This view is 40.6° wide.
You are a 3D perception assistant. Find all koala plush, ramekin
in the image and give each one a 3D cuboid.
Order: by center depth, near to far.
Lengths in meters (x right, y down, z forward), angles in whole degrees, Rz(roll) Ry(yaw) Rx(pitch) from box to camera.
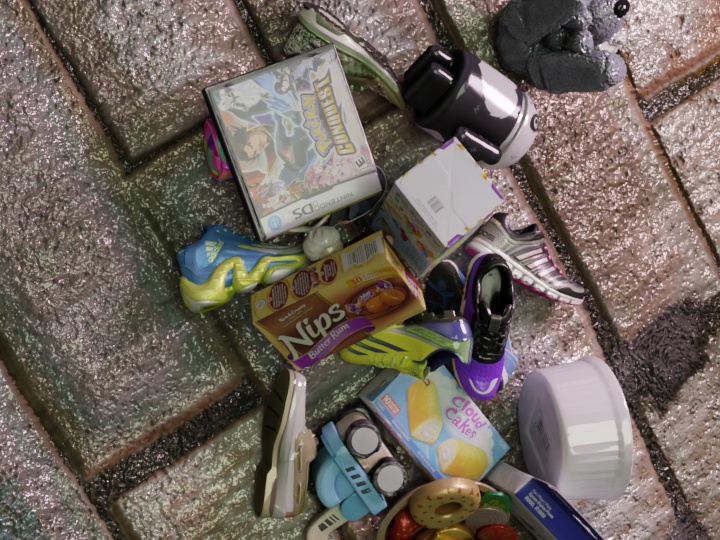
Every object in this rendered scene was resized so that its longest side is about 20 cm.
[{"bbox_3d":[0.296,0.227,1.372,0.096,0.200,0.204,-5,93,-10],"label":"ramekin"},{"bbox_3d":[0.311,-0.361,1.396,0.200,0.182,0.179,-39,113,-35],"label":"koala plush"}]

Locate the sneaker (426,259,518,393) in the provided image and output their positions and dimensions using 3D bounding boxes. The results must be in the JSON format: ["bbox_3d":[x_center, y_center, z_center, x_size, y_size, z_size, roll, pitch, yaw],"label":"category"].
[{"bbox_3d":[0.160,0.074,1.393,0.077,0.075,0.202,-33,100,-41],"label":"sneaker"}]

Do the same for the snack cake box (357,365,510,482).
[{"bbox_3d":[0.104,0.212,1.370,0.115,0.067,0.201,-43,104,-12],"label":"snack cake box"}]

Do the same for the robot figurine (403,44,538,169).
[{"bbox_3d":[0.155,-0.225,1.341,0.199,0.124,0.152,30,80,-23],"label":"robot figurine"}]

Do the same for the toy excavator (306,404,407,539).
[{"bbox_3d":[-0.027,0.313,1.325,0.199,0.100,0.196,-34,101,-1],"label":"toy excavator"}]

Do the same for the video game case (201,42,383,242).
[{"bbox_3d":[-0.082,-0.162,1.231,0.179,0.025,0.202,-23,101,-16],"label":"video game case"}]

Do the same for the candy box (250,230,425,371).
[{"bbox_3d":[-0.030,0.041,1.257,0.198,0.057,0.117,-26,133,13],"label":"candy box"}]

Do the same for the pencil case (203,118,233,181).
[{"bbox_3d":[-0.106,-0.171,1.277,0.197,0.088,0.090,-12,95,-15],"label":"pencil case"}]

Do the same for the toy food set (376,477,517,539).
[{"bbox_3d":[0.120,0.362,1.344,0.197,0.049,0.200,29,114,-29],"label":"toy food set"}]

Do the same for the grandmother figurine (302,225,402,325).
[{"bbox_3d":[0.000,0.000,1.298,0.199,0.060,0.122,34,88,-37],"label":"grandmother figurine"}]

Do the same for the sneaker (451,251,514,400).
[{"bbox_3d":[0.167,0.075,1.294,0.068,0.099,0.203,4,91,-7],"label":"sneaker"}]

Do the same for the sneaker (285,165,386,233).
[{"bbox_3d":[-0.045,-0.094,1.306,0.198,0.079,0.079,-21,97,-19],"label":"sneaker"}]

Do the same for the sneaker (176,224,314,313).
[{"bbox_3d":[-0.150,-0.024,1.274,0.198,0.076,0.106,-21,87,-28],"label":"sneaker"}]

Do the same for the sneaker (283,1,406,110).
[{"bbox_3d":[-0.022,-0.275,1.327,0.199,0.077,0.089,37,111,-17],"label":"sneaker"}]

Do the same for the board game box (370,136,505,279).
[{"bbox_3d":[0.096,-0.075,1.279,0.103,0.200,0.105,-37,85,-14],"label":"board game box"}]

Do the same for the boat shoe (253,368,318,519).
[{"bbox_3d":[-0.094,0.232,1.305,0.067,0.075,0.203,8,97,-22],"label":"boat shoe"}]

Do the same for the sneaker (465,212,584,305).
[{"bbox_3d":[0.252,-0.019,1.410,0.198,0.074,0.088,29,89,-12],"label":"sneaker"}]

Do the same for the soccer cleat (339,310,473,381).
[{"bbox_3d":[0.057,0.109,1.297,0.064,0.198,0.085,14,66,-59],"label":"soccer cleat"}]

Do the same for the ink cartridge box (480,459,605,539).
[{"bbox_3d":[0.265,0.351,1.359,0.200,0.200,0.041,46,78,-13],"label":"ink cartridge box"}]
